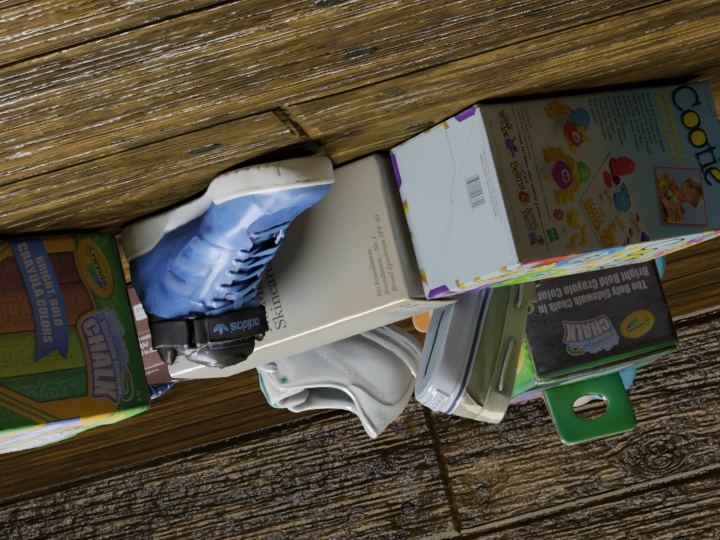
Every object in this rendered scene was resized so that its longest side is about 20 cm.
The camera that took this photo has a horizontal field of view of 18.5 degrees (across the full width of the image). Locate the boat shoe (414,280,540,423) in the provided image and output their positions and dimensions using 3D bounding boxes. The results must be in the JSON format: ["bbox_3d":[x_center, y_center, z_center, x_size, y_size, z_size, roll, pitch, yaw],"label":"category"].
[{"bbox_3d":[0.091,0.012,1.523,0.062,0.201,0.072,23,158,-14],"label":"boat shoe"}]

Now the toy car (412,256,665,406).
[{"bbox_3d":[0.134,0.013,1.933,0.199,0.178,0.184,16,179,-14],"label":"toy car"}]

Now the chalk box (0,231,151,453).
[{"bbox_3d":[-0.224,0.050,1.446,0.123,0.125,0.199,-20,172,40],"label":"chalk box"}]

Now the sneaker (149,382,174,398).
[{"bbox_3d":[-0.192,0.080,1.932,0.199,0.076,0.088,-7,170,-41],"label":"sneaker"}]

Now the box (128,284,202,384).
[{"bbox_3d":[-0.139,0.048,1.804,0.100,0.075,0.200,-19,170,31],"label":"box"}]

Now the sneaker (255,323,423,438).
[{"bbox_3d":[-0.057,0.056,1.583,0.199,0.089,0.075,22,153,16],"label":"sneaker"}]

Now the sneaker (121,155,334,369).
[{"bbox_3d":[-0.076,0.001,1.411,0.076,0.112,0.199,-7,170,-44],"label":"sneaker"}]

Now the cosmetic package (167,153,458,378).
[{"bbox_3d":[-0.043,0.000,1.503,0.199,0.104,0.073,-20,169,28],"label":"cosmetic package"}]

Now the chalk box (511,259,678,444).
[{"bbox_3d":[0.151,0.030,1.675,0.124,0.201,0.124,-12,172,-19],"label":"chalk box"}]

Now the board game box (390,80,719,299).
[{"bbox_3d":[0.137,-0.054,1.447,0.199,0.105,0.103,-9,171,-35],"label":"board game box"}]
